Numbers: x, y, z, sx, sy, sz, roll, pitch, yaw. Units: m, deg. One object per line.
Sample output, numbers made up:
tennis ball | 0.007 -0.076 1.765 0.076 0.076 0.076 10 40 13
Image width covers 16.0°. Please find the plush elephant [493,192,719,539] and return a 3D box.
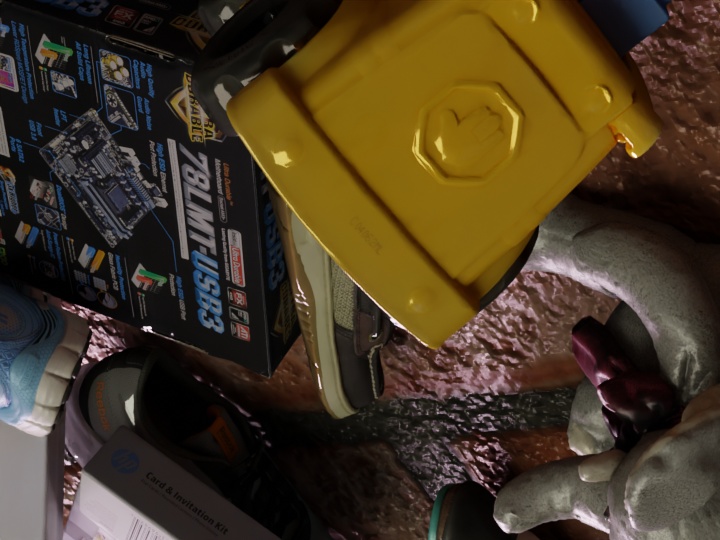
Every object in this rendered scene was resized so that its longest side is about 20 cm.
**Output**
plush elephant | 0.128 0.072 1.080 0.199 0.155 0.165 7 137 31

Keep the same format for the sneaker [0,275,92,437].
sneaker | -0.206 0.025 1.293 0.090 0.079 0.200 25 173 -25

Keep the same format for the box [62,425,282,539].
box | -0.093 0.188 1.346 0.156 0.041 0.200 35 141 9

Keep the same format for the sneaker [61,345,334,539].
sneaker | -0.072 0.118 1.352 0.200 0.074 0.079 44 137 -14

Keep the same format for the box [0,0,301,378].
box | -0.123 -0.058 1.208 0.197 0.050 0.201 18 141 19

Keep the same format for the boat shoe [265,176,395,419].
boat shoe | 0.000 -0.001 1.167 0.066 0.072 0.201 -12 143 0

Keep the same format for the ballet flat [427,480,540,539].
ballet flat | 0.074 0.169 1.315 0.068 0.068 0.200 11 150 12

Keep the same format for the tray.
tray | -0.179 0.108 1.341 0.022 0.201 0.107 12 153 -28

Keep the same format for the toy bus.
toy bus | 0.045 -0.096 0.972 0.192 0.200 0.136 -39 110 13
